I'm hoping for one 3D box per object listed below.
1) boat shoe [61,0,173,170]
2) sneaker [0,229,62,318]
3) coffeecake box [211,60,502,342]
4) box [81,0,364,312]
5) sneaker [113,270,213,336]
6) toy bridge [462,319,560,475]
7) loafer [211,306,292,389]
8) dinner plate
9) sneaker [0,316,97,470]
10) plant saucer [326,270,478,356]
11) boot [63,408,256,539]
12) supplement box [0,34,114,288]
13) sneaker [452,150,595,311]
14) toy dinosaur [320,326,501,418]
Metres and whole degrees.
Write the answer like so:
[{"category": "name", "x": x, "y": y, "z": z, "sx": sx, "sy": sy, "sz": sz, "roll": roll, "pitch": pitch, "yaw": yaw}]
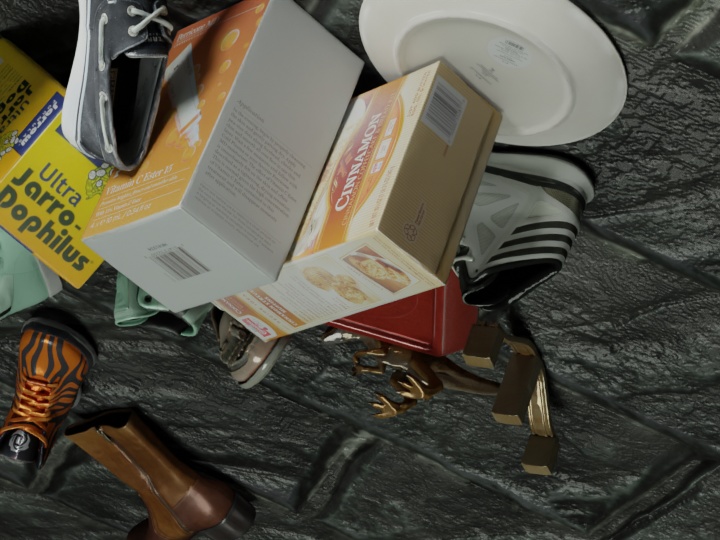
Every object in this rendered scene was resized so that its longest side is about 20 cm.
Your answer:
[{"category": "boat shoe", "x": -0.161, "y": -0.168, "z": 1.589, "sx": 0.072, "sy": 0.201, "sz": 0.068, "roll": -4, "pitch": -155, "yaw": -44}, {"category": "sneaker", "x": -0.339, "y": -0.012, "z": 1.984, "sx": 0.074, "sy": 0.118, "sz": 0.201, "roll": 48, "pitch": 165, "yaw": 32}, {"category": "coffeecake box", "x": -0.008, "y": -0.047, "z": 1.646, "sx": 0.073, "sy": 0.154, "sz": 0.200, "roll": 38, "pitch": 144, "yaw": -27}, {"category": "box", "x": -0.098, "y": -0.087, "z": 1.644, "sx": 0.097, "sy": 0.201, "sz": 0.124, "roll": 39, "pitch": 146, "yaw": -28}, {"category": "sneaker", "x": -0.202, "y": -0.023, "z": 1.902, "sx": 0.200, "sy": 0.119, "sz": 0.074, "roll": 28, "pitch": 152, "yaw": -9}, {"category": "toy bridge", "x": 0.135, "y": 0.099, "z": 1.935, "sx": 0.027, "sy": 0.067, "sz": 0.200, "roll": 5, "pitch": 148, "yaw": 26}, {"category": "loafer", "x": -0.102, "y": 0.055, "z": 1.958, "sx": 0.063, "sy": 0.072, "sz": 0.200, "roll": 37, "pitch": 178, "yaw": -5}, {"category": "dinner plate", "x": 0.091, "y": -0.144, "z": 1.609, "sx": 0.199, "sy": 0.024, "sz": 0.200, "roll": 15, "pitch": 149, "yaw": 9}, {"category": "sneaker", "x": -0.314, "y": 0.131, "z": 2.233, "sx": 0.077, "sy": 0.112, "sz": 0.200, "roll": 18, "pitch": 151, "yaw": 4}, {"category": "plant saucer", "x": 0.000, "y": 0.000, "z": 1.892, "sx": 0.199, "sy": 0.037, "sz": 0.200, "roll": 15, "pitch": 150, "yaw": 10}, {"category": "boot", "x": -0.238, "y": 0.231, "z": 2.395, "sx": 0.200, "sy": 0.069, "sz": 0.188, "roll": 40, "pitch": 146, "yaw": -28}, {"category": "supplement box", "x": -0.248, "y": -0.087, "z": 1.744, "sx": 0.109, "sy": 0.110, "sz": 0.200, "roll": 41, "pitch": 178, "yaw": -31}, {"category": "sneaker", "x": 0.068, "y": -0.035, "z": 1.709, "sx": 0.200, "sy": 0.116, "sz": 0.076, "roll": 6, "pitch": 147, "yaw": 26}, {"category": "toy dinosaur", "x": 0.059, "y": 0.085, "z": 1.964, "sx": 0.199, "sy": 0.106, "sz": 0.061, "roll": 24, "pitch": 129, "yaw": 6}]
